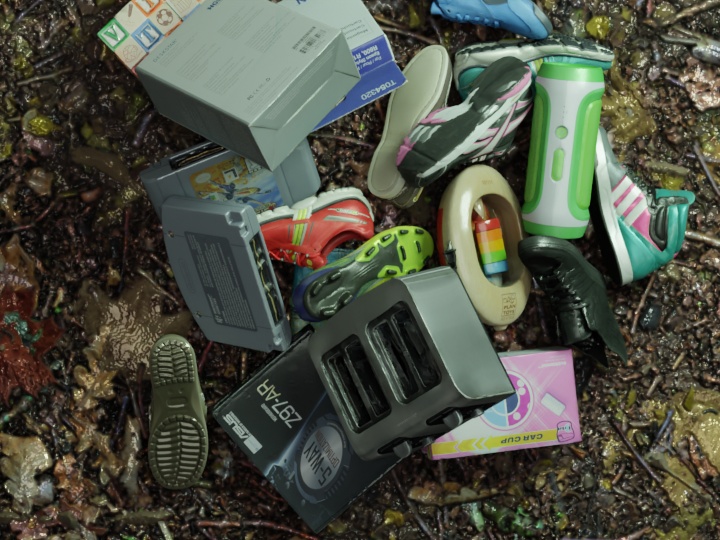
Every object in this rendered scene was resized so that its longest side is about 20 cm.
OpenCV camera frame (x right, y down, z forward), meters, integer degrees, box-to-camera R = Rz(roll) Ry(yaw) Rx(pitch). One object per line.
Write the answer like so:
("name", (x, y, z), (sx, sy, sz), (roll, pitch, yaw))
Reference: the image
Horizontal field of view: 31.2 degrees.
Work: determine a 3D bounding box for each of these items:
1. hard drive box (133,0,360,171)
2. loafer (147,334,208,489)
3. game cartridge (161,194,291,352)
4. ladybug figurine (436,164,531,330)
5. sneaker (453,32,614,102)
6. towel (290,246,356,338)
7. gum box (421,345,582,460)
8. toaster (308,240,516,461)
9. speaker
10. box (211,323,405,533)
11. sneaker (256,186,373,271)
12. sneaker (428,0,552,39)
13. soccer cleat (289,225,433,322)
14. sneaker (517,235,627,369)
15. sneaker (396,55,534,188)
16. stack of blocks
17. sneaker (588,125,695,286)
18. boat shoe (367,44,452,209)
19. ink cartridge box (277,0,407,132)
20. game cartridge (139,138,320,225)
("hard drive box", (-0.126, -0.219, 1.431), (0.199, 0.077, 0.156), (30, 68, 36))
("loafer", (-0.220, 0.167, 1.562), (0.075, 0.068, 0.202), (2, 108, -3))
("game cartridge", (-0.161, 0.003, 1.509), (0.132, 0.041, 0.201), (7, 129, 28))
("ladybug figurine", (0.145, -0.025, 1.567), (0.135, 0.072, 0.202), (-6, 86, -40))
("sneaker", (0.213, -0.247, 1.590), (0.198, 0.078, 0.080), (-6, 112, 0))
("towel", (-0.016, 0.072, 1.597), (0.145, 0.022, 0.202), (5, 93, -4))
("gum box", (0.164, 0.162, 1.590), (0.198, 0.066, 0.115), (-6, 91, -4))
("toaster", (0.056, 0.100, 1.488), (0.180, 0.118, 0.201), (-34, 74, 35))
("speaker", (0.241, -0.144, 1.538), (0.087, 0.088, 0.202), (4, 102, -5))
("box", (-0.059, 0.192, 1.572), (0.160, 0.044, 0.200), (-39, 99, 2))
("sneaker", (-0.076, -0.034, 1.542), (0.198, 0.077, 0.086), (-22, 76, -4))
("sneaker", (0.135, -0.321, 1.565), (0.199, 0.066, 0.079), (32, 83, 6))
("soccer cleat", (-0.001, -0.001, 1.546), (0.199, 0.083, 0.065), (-29, 102, -27))
("sneaker", (0.257, 0.040, 1.557), (0.199, 0.060, 0.105), (31, 52, -43))
("sneaker", (0.137, -0.157, 1.528), (0.199, 0.080, 0.087), (-38, 132, -8))
("stack of blocks", (-0.223, -0.327, 1.548), (0.200, 0.059, 0.115), (-45, 94, -2))
("sneaker", (0.346, -0.093, 1.589), (0.120, 0.084, 0.202), (-15, 92, -5))
("boat shoe", (0.070, -0.175, 1.576), (0.059, 0.071, 0.202), (28, 77, -47))
("ink cartridge box", (-0.070, -0.246, 1.510), (0.195, 0.201, 0.043), (-27, 137, -4))
("game cartridge", (-0.149, -0.103, 1.533), (0.198, 0.042, 0.134), (-22, 134, -4))
